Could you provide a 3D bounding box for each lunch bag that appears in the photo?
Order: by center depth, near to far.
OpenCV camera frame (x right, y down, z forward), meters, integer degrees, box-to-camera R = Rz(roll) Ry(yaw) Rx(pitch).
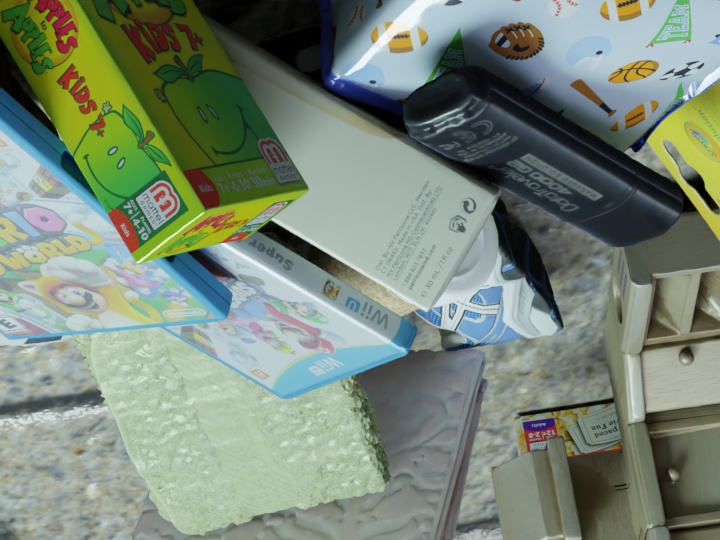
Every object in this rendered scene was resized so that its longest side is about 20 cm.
[{"bbox_3d":[0.103,-0.143,1.419,0.200,0.124,0.170,22,135,-27],"label":"lunch bag"}]

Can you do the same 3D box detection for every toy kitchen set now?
[{"bbox_3d":[0.164,0.098,1.695,0.163,0.200,0.180,-8,154,-3],"label":"toy kitchen set"}]

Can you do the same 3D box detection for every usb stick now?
[{"bbox_3d":[0.095,-0.055,1.419,0.055,0.033,0.200,-22,152,31],"label":"usb stick"}]

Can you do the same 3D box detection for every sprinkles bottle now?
[{"bbox_3d":[0.000,0.000,1.588,0.068,0.068,0.200,10,165,-26],"label":"sprinkles bottle"}]

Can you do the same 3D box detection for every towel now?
[{"bbox_3d":[-0.072,0.067,1.591,0.148,0.037,0.200,-14,130,12],"label":"towel"},{"bbox_3d":[-0.032,0.129,1.681,0.200,0.191,0.032,-2,139,24],"label":"towel"}]

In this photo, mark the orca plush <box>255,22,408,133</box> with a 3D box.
[{"bbox_3d":[0.039,-0.085,1.530,0.200,0.071,0.105,12,140,-29],"label":"orca plush"}]

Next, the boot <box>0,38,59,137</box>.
[{"bbox_3d":[-0.200,-0.111,1.442,0.075,0.074,0.200,-27,139,14],"label":"boot"}]

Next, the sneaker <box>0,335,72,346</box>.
[{"bbox_3d":[-0.150,-0.022,1.582,0.199,0.080,0.130,13,127,-3],"label":"sneaker"}]

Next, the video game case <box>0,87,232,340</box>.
[{"bbox_3d":[-0.173,-0.023,1.365,0.143,0.018,0.200,-5,148,32],"label":"video game case"}]

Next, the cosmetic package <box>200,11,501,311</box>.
[{"bbox_3d":[-0.031,-0.060,1.432,0.200,0.105,0.071,31,94,1],"label":"cosmetic package"}]

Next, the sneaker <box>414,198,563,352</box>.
[{"bbox_3d":[0.056,-0.006,1.646,0.077,0.076,0.200,-22,143,10],"label":"sneaker"}]

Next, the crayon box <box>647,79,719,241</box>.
[{"bbox_3d":[0.237,-0.077,1.508,0.127,0.051,0.200,53,152,-12],"label":"crayon box"}]

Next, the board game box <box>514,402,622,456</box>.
[{"bbox_3d":[0.208,0.140,1.922,0.200,0.046,0.152,-10,146,0],"label":"board game box"}]

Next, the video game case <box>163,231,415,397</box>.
[{"bbox_3d":[-0.087,0.001,1.444,0.200,0.018,0.143,31,155,-19],"label":"video game case"}]

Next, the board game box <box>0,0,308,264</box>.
[{"bbox_3d":[-0.115,-0.104,1.328,0.048,0.200,0.102,-36,170,27],"label":"board game box"}]
